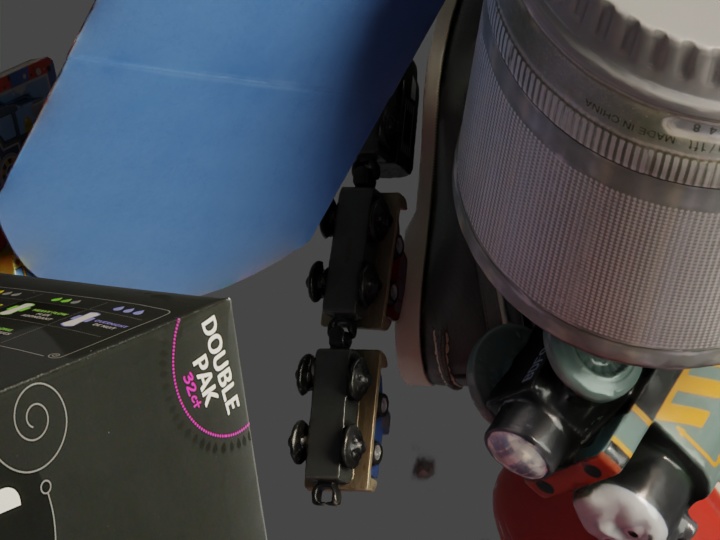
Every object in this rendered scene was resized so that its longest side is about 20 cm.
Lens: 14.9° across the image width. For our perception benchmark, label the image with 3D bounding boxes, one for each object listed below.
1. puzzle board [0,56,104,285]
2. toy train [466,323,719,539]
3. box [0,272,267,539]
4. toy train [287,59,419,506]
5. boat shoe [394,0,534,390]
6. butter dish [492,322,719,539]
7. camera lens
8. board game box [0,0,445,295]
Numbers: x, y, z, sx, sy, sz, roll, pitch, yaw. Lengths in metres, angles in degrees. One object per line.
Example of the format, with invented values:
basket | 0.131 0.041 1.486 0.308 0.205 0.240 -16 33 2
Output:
puzzle board | -0.149 0.027 0.934 0.200 0.017 0.151 -32 114 -50
toy train | 0.127 0.022 1.128 0.114 0.085 0.200 42 56 -12
box | -0.137 0.098 0.832 0.200 0.124 0.149 -23 111 -47
toy train | 0.000 0.000 1.136 0.046 0.034 0.201 35 59 -63
boat shoe | 0.060 -0.046 1.182 0.073 0.062 0.201 38 59 -69
butter dish | 0.133 0.140 1.234 0.200 0.148 0.200 19 29 -50
camera lens | 0.120 -0.072 1.001 0.200 0.159 0.160 98 14 -56
board game box | -0.053 -0.077 0.974 0.158 0.039 0.200 3 125 -46
